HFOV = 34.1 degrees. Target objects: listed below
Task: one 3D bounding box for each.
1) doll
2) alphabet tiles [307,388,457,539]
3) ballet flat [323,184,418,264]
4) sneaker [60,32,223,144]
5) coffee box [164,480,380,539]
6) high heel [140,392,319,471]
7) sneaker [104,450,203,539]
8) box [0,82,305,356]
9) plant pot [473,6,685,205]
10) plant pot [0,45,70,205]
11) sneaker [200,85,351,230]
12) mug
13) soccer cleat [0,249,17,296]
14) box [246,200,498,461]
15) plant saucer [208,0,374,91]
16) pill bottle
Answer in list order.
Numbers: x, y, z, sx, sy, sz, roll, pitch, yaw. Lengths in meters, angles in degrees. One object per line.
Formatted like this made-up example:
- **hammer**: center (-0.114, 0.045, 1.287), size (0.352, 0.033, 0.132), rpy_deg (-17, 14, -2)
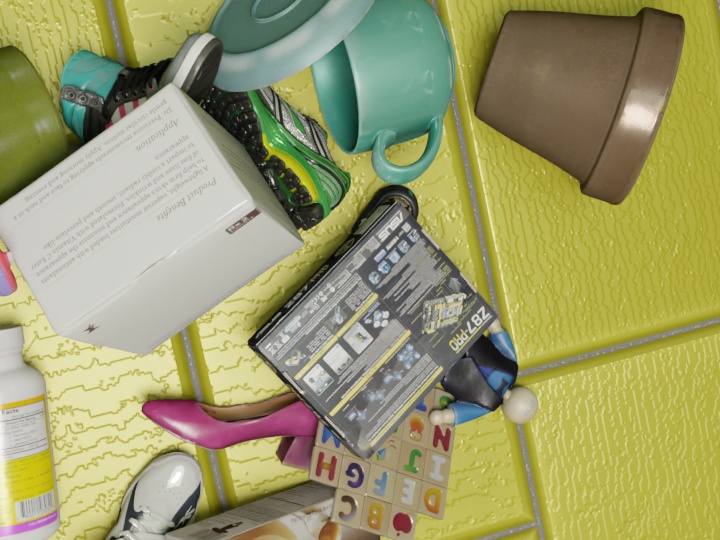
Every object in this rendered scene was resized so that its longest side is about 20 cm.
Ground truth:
- **doll**: center (0.107, 0.101, 1.236), size (0.200, 0.048, 0.137), rpy_deg (36, 70, -19)
- **alphabet tiles**: center (0.028, 0.168, 1.195), size (0.166, 0.006, 0.201), rpy_deg (23, 64, -29)
- **ballet flat**: center (0.000, 0.000, 1.199), size (0.073, 0.073, 0.200), rpy_deg (32, 85, -13)
- **sneaker**: center (-0.214, -0.173, 1.097), size (0.121, 0.200, 0.084), rpy_deg (39, 40, -2)
- **coffee box**: center (-0.079, 0.286, 1.149), size (0.199, 0.080, 0.115), rpy_deg (-12, 96, -38)
- **high heel**: center (-0.115, 0.133, 1.176), size (0.199, 0.067, 0.096), rpy_deg (18, 98, -29)
- **sneaker**: center (-0.212, 0.272, 1.126), size (0.079, 0.130, 0.199), rpy_deg (41, 82, -13)
- **box**: center (-0.182, -0.036, 1.052), size (0.199, 0.200, 0.131), rpy_deg (-34, 76, 4)
- **plant pot**: center (0.214, -0.188, 1.197), size (0.174, 0.200, 0.201), rpy_deg (19, 88, 2)
- **plant pot**: center (-0.372, -0.108, 1.052), size (0.192, 0.200, 0.201), rpy_deg (-26, 98, -23)
- **sneaker**: center (-0.087, -0.138, 1.179), size (0.085, 0.078, 0.200), rpy_deg (-38, 96, -42)
- **mug**: center (0.029, -0.186, 1.157), size (0.114, 0.152, 0.186), rpy_deg (-15, 103, -15)
- **soccer cleat**: center (-0.348, -0.054, 0.927), size (0.076, 0.067, 0.200), rpy_deg (-36, 103, -14)
- **box**: center (0.015, 0.057, 1.144), size (0.161, 0.049, 0.200), rpy_deg (46, 77, -13)
- **plant saucer**: center (-0.070, -0.249, 1.108), size (0.200, 0.200, 0.027), rpy_deg (-45, 129, -8)
- **pill bottle**: center (-0.343, 0.155, 1.102), size (0.104, 0.104, 0.201), rpy_deg (-6, 93, -14)
